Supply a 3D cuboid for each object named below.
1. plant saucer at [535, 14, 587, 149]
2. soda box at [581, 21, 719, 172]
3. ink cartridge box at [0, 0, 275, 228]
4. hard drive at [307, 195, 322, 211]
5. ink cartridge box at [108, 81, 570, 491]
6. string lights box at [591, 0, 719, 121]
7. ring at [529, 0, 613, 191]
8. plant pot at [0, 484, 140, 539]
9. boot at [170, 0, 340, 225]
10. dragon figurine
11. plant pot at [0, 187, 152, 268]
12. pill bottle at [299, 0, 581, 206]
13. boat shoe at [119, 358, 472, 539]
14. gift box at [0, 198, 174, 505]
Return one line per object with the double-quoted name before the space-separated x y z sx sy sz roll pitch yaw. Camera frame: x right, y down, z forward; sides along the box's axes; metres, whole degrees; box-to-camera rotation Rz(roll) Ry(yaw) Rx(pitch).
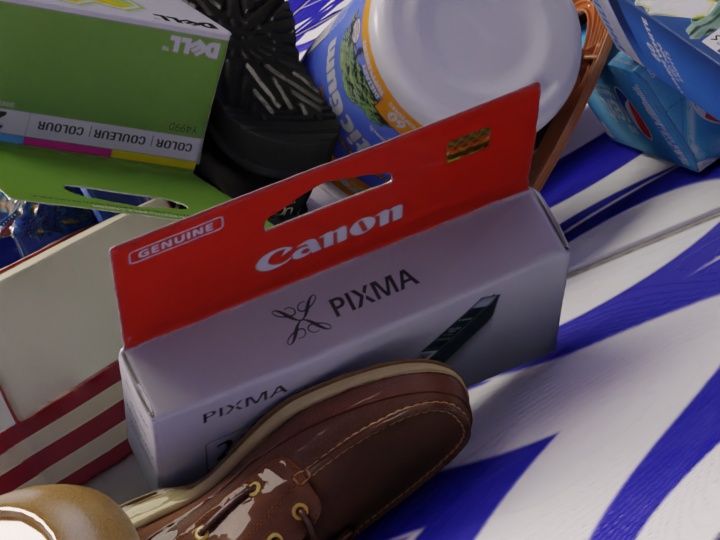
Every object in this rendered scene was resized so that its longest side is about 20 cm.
"plant saucer" 0.071 -0.119 1.703 0.200 0.201 0.034 -38 55 -10
"soda box" 0.161 -0.104 1.563 0.068 0.064 0.200 -35 11 -2
"ink cartridge box" -0.130 -0.088 1.414 0.200 0.147 0.076 35 113 55
"hard drive" -0.073 -0.068 1.678 0.025 0.199 0.132 -66 14 -2
"ink cartridge box" -0.006 0.014 1.280 0.199 0.044 0.174 -22 -26 -12
"string lights box" 0.191 -0.119 1.383 0.103 0.059 0.200 -37 33 -6
"ring" 0.084 -0.083 1.599 0.201 0.019 0.201 -59 12 21
"plant pot" -0.166 0.175 1.242 0.200 0.027 0.201 -31 42 32
"boot" -0.080 -0.051 1.556 0.211 0.079 0.158 -113 32 -52
"dragon figurine" -0.166 -0.051 1.536 0.099 0.059 0.200 5 10 19
"plant pot" -0.181 0.033 1.697 0.179 0.201 0.200 -30 12 -5
"pill bottle" 0.027 -0.092 1.540 0.112 0.112 0.200 -40 1 -25
"boat shoe" -0.035 0.111 1.284 0.199 0.072 0.068 -31 45 7
"gift box" -0.160 0.076 1.411 0.186 0.185 0.200 -30 0 -34
